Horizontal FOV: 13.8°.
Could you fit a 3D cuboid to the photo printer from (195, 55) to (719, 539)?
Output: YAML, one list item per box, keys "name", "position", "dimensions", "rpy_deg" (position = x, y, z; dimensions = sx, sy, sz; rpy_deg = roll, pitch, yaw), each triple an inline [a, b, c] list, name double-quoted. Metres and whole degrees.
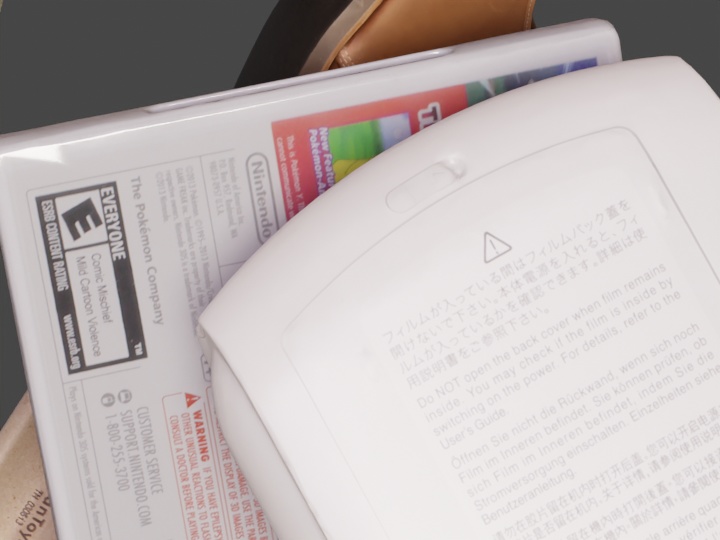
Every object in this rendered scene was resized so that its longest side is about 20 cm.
- name: "photo printer"
  position: [0.061, 0.053, 0.790]
  dimensions: [0.166, 0.069, 0.201]
  rpy_deg: [-29, 86, -9]

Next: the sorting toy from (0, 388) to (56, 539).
- name: "sorting toy"
  position: [-0.034, 0.112, 0.919]
  dimensions: [0.199, 0.037, 0.186]
  rpy_deg: [28, 72, 13]

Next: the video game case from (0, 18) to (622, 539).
- name: "video game case"
  position: [-0.002, 0.042, 0.849]
  dimensions: [0.181, 0.023, 0.201]
  rpy_deg: [-12, 106, -9]

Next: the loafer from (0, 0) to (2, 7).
- name: "loafer"
  position: [-0.135, -0.140, 0.911]
  dimensions: [0.075, 0.067, 0.201]
  rpy_deg: [8, 73, 16]

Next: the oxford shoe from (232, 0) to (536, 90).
- name: "oxford shoe"
  position: [0.012, -0.070, 0.915]
  dimensions: [0.071, 0.072, 0.200]
  rpy_deg: [26, 125, -20]
